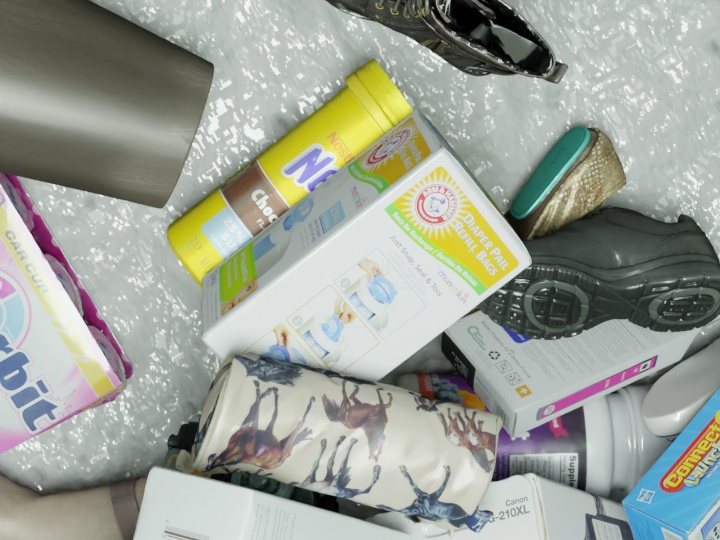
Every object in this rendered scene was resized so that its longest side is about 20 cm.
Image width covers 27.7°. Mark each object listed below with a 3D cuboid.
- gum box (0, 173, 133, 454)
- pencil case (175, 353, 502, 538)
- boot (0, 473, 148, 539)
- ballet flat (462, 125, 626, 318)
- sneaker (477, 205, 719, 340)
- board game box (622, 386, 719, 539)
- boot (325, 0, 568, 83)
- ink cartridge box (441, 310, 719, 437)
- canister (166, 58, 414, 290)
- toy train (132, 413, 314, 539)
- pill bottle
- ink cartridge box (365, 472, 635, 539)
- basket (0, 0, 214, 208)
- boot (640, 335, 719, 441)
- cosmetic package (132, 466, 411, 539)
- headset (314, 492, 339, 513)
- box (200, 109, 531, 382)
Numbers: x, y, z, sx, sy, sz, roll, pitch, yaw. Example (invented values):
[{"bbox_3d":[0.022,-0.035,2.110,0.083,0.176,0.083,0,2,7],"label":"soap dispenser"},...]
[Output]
[{"bbox_3d":[-0.267,0.031,1.087,0.113,0.066,0.200,-29,99,3],"label":"gum box"},{"bbox_3d":[-0.012,0.111,0.927,0.200,0.078,0.090,15,97,-15],"label":"pencil case"},{"bbox_3d":[-0.207,0.188,1.094,0.146,0.070,0.200,-27,113,21],"label":"boot"},{"bbox_3d":[0.127,-0.018,1.104,0.065,0.071,0.200,41,98,-22],"label":"ballet flat"},{"bbox_3d":[0.167,-0.004,1.060,0.200,0.091,0.076,2,138,-13],"label":"sneaker"},{"bbox_3d":[0.285,0.166,1.032,0.196,0.056,0.200,-44,132,-23],"label":"board game box"},{"bbox_3d":[0.046,-0.192,1.016,0.200,0.174,0.069,28,96,-7],"label":"boot"},{"bbox_3d":[0.168,0.045,1.083,0.200,0.095,0.037,-23,140,-20],"label":"ink cartridge box"},{"bbox_3d":[-0.024,-0.037,1.081,0.200,0.087,0.149,-38,101,5],"label":"canister"},{"bbox_3d":[-0.109,0.196,1.016,0.114,0.085,0.200,14,71,18],"label":"toy train"},{"bbox_3d":[0.126,0.130,1.100,0.200,0.111,0.112,-2,99,-3],"label":"pill bottle"},{"bbox_3d":[0.120,0.216,1.046,0.145,0.200,0.084,-22,61,31],"label":"ink cartridge box"},{"bbox_3d":[-0.216,-0.128,1.030,0.200,0.181,0.136,20,136,-13],"label":"basket"},{"bbox_3d":[0.289,0.096,1.083,0.200,0.073,0.090,-31,104,-36],"label":"boot"},{"bbox_3d":[-0.056,0.197,0.909,0.081,0.200,0.113,8,76,31],"label":"cosmetic package"},{"bbox_3d":[-0.065,0.176,1.106,0.200,0.094,0.124,-41,99,15],"label":"headset"},{"bbox_3d":[0.000,0.000,0.987,0.200,0.113,0.101,-38,110,8],"label":"box"}]
